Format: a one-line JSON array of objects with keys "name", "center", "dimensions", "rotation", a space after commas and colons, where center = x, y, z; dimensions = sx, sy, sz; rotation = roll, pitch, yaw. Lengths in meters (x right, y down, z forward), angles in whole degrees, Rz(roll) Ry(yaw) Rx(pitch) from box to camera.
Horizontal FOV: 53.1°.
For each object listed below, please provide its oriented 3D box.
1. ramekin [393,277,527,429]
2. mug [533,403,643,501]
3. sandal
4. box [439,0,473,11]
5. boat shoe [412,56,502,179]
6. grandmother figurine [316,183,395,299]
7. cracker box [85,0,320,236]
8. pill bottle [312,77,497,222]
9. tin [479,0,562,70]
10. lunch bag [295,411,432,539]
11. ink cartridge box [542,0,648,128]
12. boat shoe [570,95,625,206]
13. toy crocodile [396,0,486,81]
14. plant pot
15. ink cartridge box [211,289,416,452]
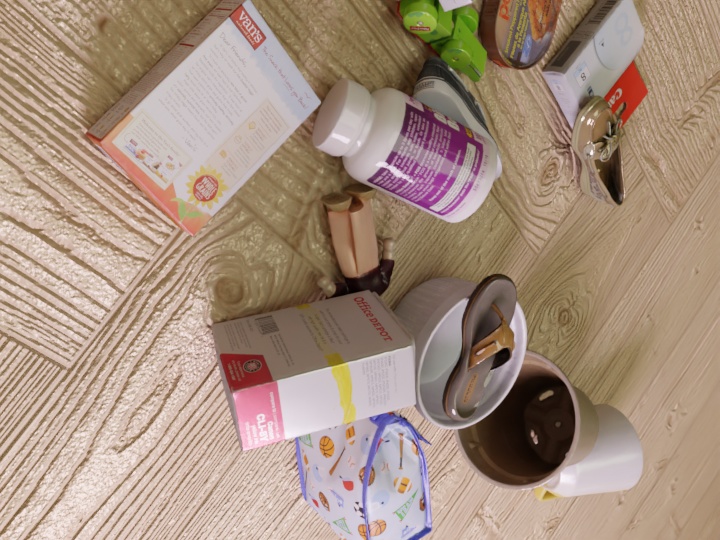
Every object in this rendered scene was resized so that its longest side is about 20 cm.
[{"name": "ramekin", "center": [0.123, 0.104, 0.991], "dimensions": [0.199, 0.105, 0.202], "rotation": [-14, 115, -32]}, {"name": "mug", "center": [0.376, 0.337, 1.243], "dimensions": [0.152, 0.149, 0.188], "rotation": [-7, 104, -26]}, {"name": "sandal", "center": [0.160, 0.104, 0.914], "dimensions": [0.081, 0.054, 0.201], "rotation": [13, 99, -39]}, {"name": "box", "center": [0.084, -0.411, 0.775], "dimensions": [0.200, 0.041, 0.157], "rotation": [52, 49, -37]}, {"name": "boat shoe", "center": [0.128, -0.188, 0.914], "dimensions": [0.200, 0.071, 0.068], "rotation": [41, 52, -44]}, {"name": "grandmother figurine", "center": [0.000, 0.000, 0.894], "dimensions": [0.121, 0.061, 0.201], "rotation": [-22, 116, -18]}, {"name": "cracker box", "center": [-0.152, -0.154, 0.724], "dimensions": [0.200, 0.058, 0.134], "rotation": [-48, 128, -11]}, {"name": "pill bottle", "center": [0.050, -0.140, 0.829], "dimensions": [0.199, 0.112, 0.113], "rotation": [22, 94, -25]}, {"name": "tin", "center": [0.212, -0.363, 0.928], "dimensions": [0.111, 0.042, 0.201], "rotation": [2, 105, -41]}, {"name": "lunch bag", "center": [0.001, 0.231, 0.905], "dimensions": [0.123, 0.170, 0.201], "rotation": [-24, 119, -31]}, {"name": "ink cartridge box", "center": [0.368, -0.277, 1.066], "dimensions": [0.160, 0.047, 0.200], "rotation": [-51, 127, -9]}, {"name": "boat shoe", "center": [0.360, -0.173, 1.061], "dimensions": [0.073, 0.063, 0.200], "rotation": [-42, 142, -6]}, {"name": "toy crocodile", "center": [0.088, -0.291, 0.849], "dimensions": [0.200, 0.061, 0.068], "rotation": [28, 64, -44]}, {"name": "plant pot", "center": [0.274, 0.234, 1.111], "dimensions": [0.183, 0.200, 0.202], "rotation": [21, 94, -50]}, {"name": "ink cartridge box", "center": [-0.053, 0.105, 0.804], "dimensions": [0.199, 0.145, 0.084], "rotation": [-12, 116, -15]}]
